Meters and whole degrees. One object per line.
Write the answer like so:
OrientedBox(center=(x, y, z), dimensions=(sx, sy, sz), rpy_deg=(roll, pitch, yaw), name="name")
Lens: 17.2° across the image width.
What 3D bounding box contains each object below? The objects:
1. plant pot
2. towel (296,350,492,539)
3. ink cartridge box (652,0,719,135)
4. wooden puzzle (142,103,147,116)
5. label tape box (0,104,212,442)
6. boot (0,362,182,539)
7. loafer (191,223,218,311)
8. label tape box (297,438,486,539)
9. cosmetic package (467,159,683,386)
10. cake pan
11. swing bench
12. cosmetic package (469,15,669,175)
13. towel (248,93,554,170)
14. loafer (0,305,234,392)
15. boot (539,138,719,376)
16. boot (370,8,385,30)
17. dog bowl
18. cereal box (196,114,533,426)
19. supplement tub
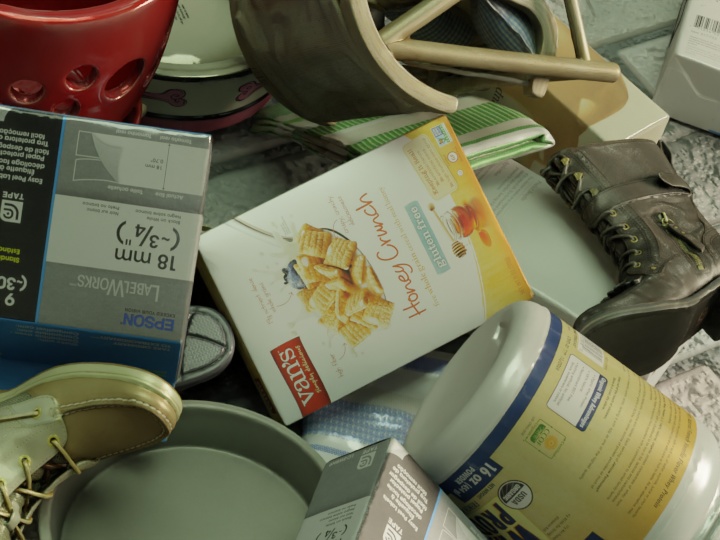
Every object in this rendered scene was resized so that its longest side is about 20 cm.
OrientedBox(center=(-0.225, -0.165, 1.612), dimensions=(0.200, 0.183, 0.201), rpy_deg=(6, 44, -6), name="plant pot")
OrientedBox(center=(0.031, 0.129, 1.625), dimensions=(0.147, 0.024, 0.200), rpy_deg=(11, 47, -7), name="towel")
OrientedBox(center=(0.322, -0.198, 1.984), dimensions=(0.116, 0.068, 0.200), rpy_deg=(21, 46, 2), name="ink cartridge box")
OrientedBox(center=(-0.282, -0.109, 1.701), dimensions=(0.200, 0.037, 0.185), rpy_deg=(29, 46, 17), name="wooden puzzle")
OrientedBox(center=(-0.177, 0.003, 1.512), dimensions=(0.144, 0.063, 0.200), rpy_deg=(8, 89, -5), name="label tape box")
OrientedBox(center=(-0.210, 0.140, 1.462), dimensions=(0.200, 0.072, 0.155), rpy_deg=(-11, 44, 21), name="boot")
OrientedBox(center=(-0.134, -0.011, 1.664), dimensions=(0.200, 0.076, 0.068), rpy_deg=(3, 54, -15), name="loafer")
OrientedBox(center=(0.015, 0.226, 1.444), dimensions=(0.144, 0.063, 0.200), rpy_deg=(48, 40, -25), name="label tape box")
OrientedBox(center=(0.142, 0.011, 1.729), dimensions=(0.200, 0.081, 0.113), rpy_deg=(34, 48, 13), name="cosmetic package")
OrientedBox(center=(-0.106, 0.170, 1.522), dimensions=(0.200, 0.037, 0.200), rpy_deg=(5, 46, -6), name="cake pan")
OrientedBox(center=(0.040, -0.170, 1.678), dimensions=(0.200, 0.199, 0.130), rpy_deg=(-16, 98, -24), name="swing bench")
OrientedBox(center=(0.133, -0.134, 1.843), dimensions=(0.071, 0.105, 0.200), rpy_deg=(-29, 61, -35), name="cosmetic package")
OrientedBox(center=(0.029, -0.105, 1.776), dimensions=(0.152, 0.023, 0.200), rpy_deg=(-19, 26, -31), name="towel")
OrientedBox(center=(-0.183, 0.074, 1.589), dimensions=(0.200, 0.063, 0.072), rpy_deg=(-11, 70, -13), name="loafer")
OrientedBox(center=(0.182, -0.018, 1.674), dimensions=(0.200, 0.069, 0.174), rpy_deg=(-15, 53, -38), name="boot")
OrientedBox(center=(-0.009, -0.267, 1.879), dimensions=(0.073, 0.154, 0.204), rpy_deg=(0, 42, -14), name="boot")
OrientedBox(center=(-0.140, -0.183, 1.810), dimensions=(0.200, 0.074, 0.200), rpy_deg=(6, 44, -6), name="dog bowl")
OrientedBox(center=(0.000, 0.000, 1.627), dimensions=(0.200, 0.040, 0.144), rpy_deg=(-28, 93, -15), name="cereal box")
OrientedBox(center=(0.143, 0.129, 1.553), dimensions=(0.200, 0.144, 0.144), rpy_deg=(36, 46, -8), name="supplement tub")
